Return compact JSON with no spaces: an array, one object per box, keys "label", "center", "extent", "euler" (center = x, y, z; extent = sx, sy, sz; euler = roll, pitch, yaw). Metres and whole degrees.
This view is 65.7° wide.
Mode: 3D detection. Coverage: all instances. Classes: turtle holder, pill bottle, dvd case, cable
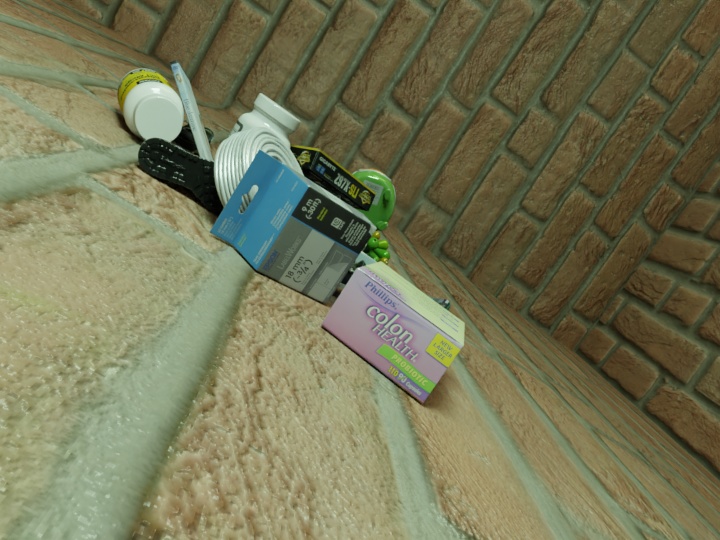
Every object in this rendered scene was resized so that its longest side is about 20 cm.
[{"label":"turtle holder","center":[0.022,-0.163,1.385],"extent":[0.138,0.189,0.132],"euler":[-7,28,10]},{"label":"pill bottle","center":[-0.207,-0.230,1.087],"extent":[0.115,0.202,0.116],"euler":[33,10,-6]},{"label":"pill bottle","center":[-0.404,-0.316,1.081],"extent":[0.111,0.113,0.200],"euler":[27,12,-38]},{"label":"dvd case","center":[-0.333,-0.303,1.128],"extent":[0.143,0.017,0.204],"euler":[-148,-139,-80]},{"label":"cable","center":[-0.153,-0.129,0.906],"extent":[0.200,0.068,0.204],"euler":[-39,114,-66]}]

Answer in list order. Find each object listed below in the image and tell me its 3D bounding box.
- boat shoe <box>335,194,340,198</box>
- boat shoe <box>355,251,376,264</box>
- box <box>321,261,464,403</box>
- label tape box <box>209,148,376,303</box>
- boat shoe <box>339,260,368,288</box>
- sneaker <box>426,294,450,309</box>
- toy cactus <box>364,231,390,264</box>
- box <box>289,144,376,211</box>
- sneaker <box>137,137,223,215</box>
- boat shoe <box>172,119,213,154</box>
[{"label":"boat shoe","center":[-0.062,-0.113,1.160],"extent":[0.202,0.075,0.086],"euler":[47,-31,-3]},{"label":"boat shoe","center":[0.000,0.000,1.093],"extent":[0.200,0.071,0.091],"euler":[46,1,19]},{"label":"box","center":[0.058,0.080,0.829],"extent":[0.175,0.098,0.200],"euler":[36,9,7]},{"label":"label tape box","center":[-0.096,-0.057,0.813],"extent":[0.198,0.145,0.063],"euler":[28,13,-33]},{"label":"boat shoe","center":[-0.008,0.010,0.968],"extent":[0.197,0.061,0.076],"euler":[24,5,-26]},{"label":"sneaker","center":[0.144,0.087,1.221],"extent":[0.086,0.076,0.200],"euler":[26,-3,8]},{"label":"toy cactus","center":[-0.007,-0.061,1.305],"extent":[0.163,0.103,0.200],"euler":[31,5,-1]},{"label":"box","center":[-0.083,-0.198,1.188],"extent":[0.158,0.050,0.199],"euler":[22,-6,43]},{"label":"sneaker","center":[-0.268,-0.159,0.935],"extent":[0.198,0.077,0.088],"euler":[32,4,-19]},{"label":"boat shoe","center":[-0.377,-0.298,1.249],"extent":[0.074,0.062,0.200],"euler":[37,10,1]}]
